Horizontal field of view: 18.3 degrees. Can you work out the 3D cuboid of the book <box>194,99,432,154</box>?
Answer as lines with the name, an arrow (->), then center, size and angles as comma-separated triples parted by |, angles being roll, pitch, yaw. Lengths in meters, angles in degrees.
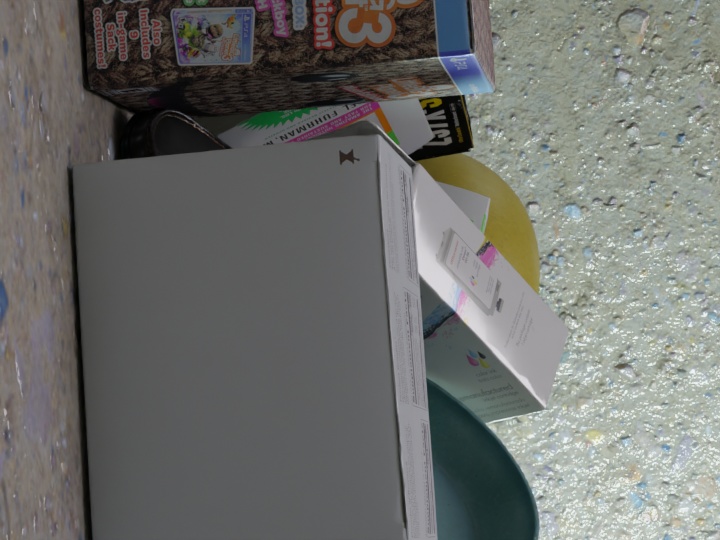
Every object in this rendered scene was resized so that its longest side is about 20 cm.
book -> -0.030, -0.095, 1.397 | 0.200, 0.133, 0.048 | 51, 15, -75

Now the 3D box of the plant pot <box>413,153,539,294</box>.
plant pot -> 0.041, 0.027, 1.615 | 0.142, 0.199, 0.201 | -102, -176, -67

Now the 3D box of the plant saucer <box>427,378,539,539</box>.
plant saucer -> 0.005, 0.114, 1.248 | 0.036, 0.199, 0.200 | -60, -169, 28

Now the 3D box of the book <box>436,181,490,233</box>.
book -> 0.004, 0.021, 1.493 | 0.048, 0.133, 0.201 | 93, 11, -54

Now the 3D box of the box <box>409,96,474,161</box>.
box -> -0.011, -0.123, 1.525 | 0.200, 0.159, 0.050 | 68, 11, -70

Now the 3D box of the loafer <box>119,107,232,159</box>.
loafer -> -0.046, -0.020, 1.222 | 0.200, 0.072, 0.073 | 43, 50, -24

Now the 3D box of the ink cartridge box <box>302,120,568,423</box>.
ink cartridge box -> 0.017, 0.009, 1.330 | 0.200, 0.116, 0.068 | 46, 47, -28

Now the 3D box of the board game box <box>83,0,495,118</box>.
board game box -> -0.034, -0.143, 1.194 | 0.159, 0.199, 0.097 | 17, 69, -82

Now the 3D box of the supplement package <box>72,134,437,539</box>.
supplement package -> -0.050, 0.045, 1.110 | 0.111, 0.155, 0.201 | 36, 49, -79
